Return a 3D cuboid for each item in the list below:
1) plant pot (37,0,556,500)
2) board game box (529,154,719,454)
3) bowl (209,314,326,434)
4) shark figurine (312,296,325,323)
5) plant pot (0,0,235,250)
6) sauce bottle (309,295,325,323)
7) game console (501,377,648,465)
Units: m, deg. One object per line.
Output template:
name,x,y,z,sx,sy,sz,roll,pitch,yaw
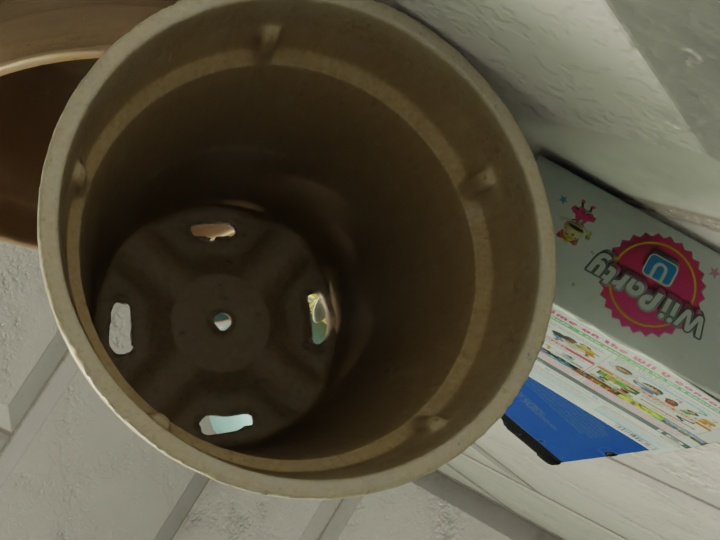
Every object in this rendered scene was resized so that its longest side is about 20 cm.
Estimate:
plant pot,-0.046,0.005,0.520,0.200,0.200,0.183,33,158,-8
board game box,0.128,0.028,0.611,0.148,0.064,0.200,30,172,6
bowl,-0.078,0.052,1.088,0.201,0.201,0.105,16,141,59
shark figurine,0.007,0.017,0.817,0.128,0.090,0.215,15,129,-9
plant pot,-0.123,-0.090,0.597,0.201,0.093,0.201,-5,155,-2
sauce bottle,-0.051,-0.007,0.991,0.200,0.065,0.065,34,170,-15
game console,0.128,0.054,0.877,0.171,0.118,0.200,-15,143,32
